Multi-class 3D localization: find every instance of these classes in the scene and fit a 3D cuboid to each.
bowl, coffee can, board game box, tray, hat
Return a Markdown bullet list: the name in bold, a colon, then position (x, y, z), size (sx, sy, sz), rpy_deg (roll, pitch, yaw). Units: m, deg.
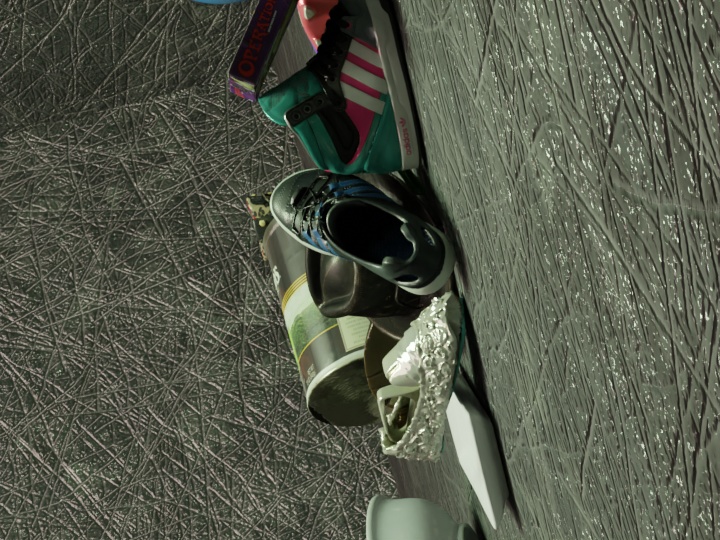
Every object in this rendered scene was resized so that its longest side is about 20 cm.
- **bowl**: position (0.082, 0.323, 1.906), size (0.201, 0.090, 0.202), rpy_deg (-17, -90, -76)
- **coffee can**: position (-0.007, 0.037, 1.852), size (0.147, 0.146, 0.201), rpy_deg (80, 174, -58)
- **board game box**: position (-0.056, -0.236, 1.451), size (0.120, 0.032, 0.201), rpy_deg (80, -147, -87)
- **tray**: position (0.099, 0.145, 1.591), size (0.200, 0.022, 0.108), rpy_deg (-117, 14, -77)
- **hat**: position (0.000, 0.000, 1.577), size (0.201, 0.081, 0.201), rpy_deg (44, 149, 36)

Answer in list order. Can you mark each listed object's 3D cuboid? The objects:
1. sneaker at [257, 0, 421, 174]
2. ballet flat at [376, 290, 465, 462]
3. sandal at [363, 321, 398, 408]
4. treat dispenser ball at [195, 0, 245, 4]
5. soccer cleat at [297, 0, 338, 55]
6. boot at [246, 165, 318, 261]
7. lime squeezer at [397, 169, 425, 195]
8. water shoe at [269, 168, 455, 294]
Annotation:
- **sneaker**: position (-0.028, -0.166, 1.479), size (0.084, 0.120, 0.201), rpy_deg (-114, 10, -72)
- **ballet flat**: position (0.048, 0.099, 1.541), size (0.200, 0.071, 0.072), rpy_deg (96, 163, -47)
- **sandal**: position (0.038, 0.033, 1.702), size (0.055, 0.081, 0.201), rpy_deg (-54, -45, -68)
- **treat dispenser ball**: position (-0.148, -0.381, 1.902), size (0.201, 0.200, 0.202), rpy_deg (165, 90, -87)
- **soccer cleat**: position (-0.014, -0.210, 1.597), size (0.077, 0.066, 0.201), rpy_deg (-101, -5, -61)
- **boot**: position (-0.069, -0.097, 2.281), size (0.200, 0.150, 0.073), rpy_deg (78, 176, -48)
- **lime squeezer**: position (0.002, -0.159, 1.545), size (0.071, 0.038, 0.201), rpy_deg (10, 116, 58)
- **water shoe**: position (-0.009, -0.046, 1.475), size (0.200, 0.072, 0.079), rpy_deg (24, 175, 38)
